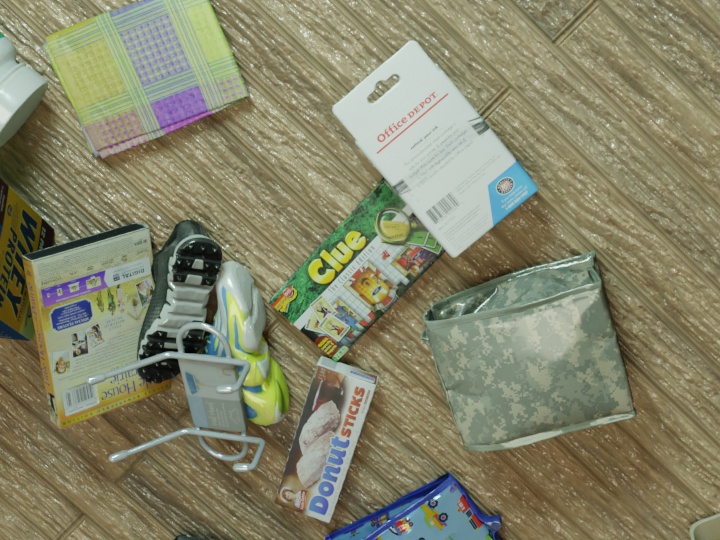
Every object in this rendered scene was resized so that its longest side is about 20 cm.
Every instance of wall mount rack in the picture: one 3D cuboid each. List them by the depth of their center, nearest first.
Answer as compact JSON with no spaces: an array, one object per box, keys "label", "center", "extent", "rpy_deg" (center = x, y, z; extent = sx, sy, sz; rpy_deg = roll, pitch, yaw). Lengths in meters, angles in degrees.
[{"label":"wall mount rack","center":[-0.198,0.152,1.502],"extent":[0.173,0.075,0.201],"rpy_deg":[4,126,16]}]

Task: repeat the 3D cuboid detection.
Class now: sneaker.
[{"label":"sneaker","center":[-0.205,0.030,1.514],"extent":[0.066,0.091,0.201],"rpy_deg":[9,119,-23]},{"label":"sneaker","center":[-0.153,0.090,1.529],"extent":[0.105,0.076,0.201],"rpy_deg":[-10,109,14]}]

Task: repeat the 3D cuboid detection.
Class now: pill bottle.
[{"label":"pill bottle","center":[-0.438,-0.225,1.438],"extent":[0.200,0.113,0.113],"rpy_deg":[39,112,-6]}]

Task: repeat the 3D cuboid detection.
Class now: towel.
[{"label":"towel","center":[-0.231,-0.214,1.456],"extent":[0.199,0.023,0.144],"rpy_deg":[-19,106,15]}]

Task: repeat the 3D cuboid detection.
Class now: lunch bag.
[{"label":"lunch bag","center":[0.176,0.091,1.451],"extent":[0.199,0.118,0.165],"rpy_deg":[-16,108,10]},{"label":"lunch bag","center":[0.077,0.338,1.586],"extent":[0.200,0.094,0.151],"rpy_deg":[-32,100,10]}]

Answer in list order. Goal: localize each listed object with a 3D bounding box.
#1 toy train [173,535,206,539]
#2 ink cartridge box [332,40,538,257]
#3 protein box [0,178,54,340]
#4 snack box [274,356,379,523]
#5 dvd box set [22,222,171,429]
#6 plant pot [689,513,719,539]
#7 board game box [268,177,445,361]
[{"label":"toy train","center":[-0.155,0.391,1.645],"extent":[0.199,0.085,0.115],"rpy_deg":[10,103,6]},{"label":"ink cartridge box","center":[0.074,-0.128,1.401],"extent":[0.116,0.068,0.200],"rpy_deg":[-39,100,8]},{"label":"protein box","center":[-0.461,-0.020,1.452],"extent":[0.198,0.200,0.136],"rpy_deg":[5,75,8]},{"label":"snack box","center":[-0.040,0.197,1.572],"extent":[0.072,0.024,0.201],"rpy_deg":[19,116,2]},{"label":"dvd box set","center":[-0.290,0.060,1.517],"extent":[0.029,0.146,0.201],"rpy_deg":[21,123,50]},{"label":"plant pot","center":[0.493,0.368,1.470],"extent":[0.199,0.200,0.177],"rpy_deg":[-24,116,17]},{"label":"board game box","center":[0.000,0.000,1.498],"extent":[0.105,0.023,0.200],"rpy_deg":[41,112,-5]}]
